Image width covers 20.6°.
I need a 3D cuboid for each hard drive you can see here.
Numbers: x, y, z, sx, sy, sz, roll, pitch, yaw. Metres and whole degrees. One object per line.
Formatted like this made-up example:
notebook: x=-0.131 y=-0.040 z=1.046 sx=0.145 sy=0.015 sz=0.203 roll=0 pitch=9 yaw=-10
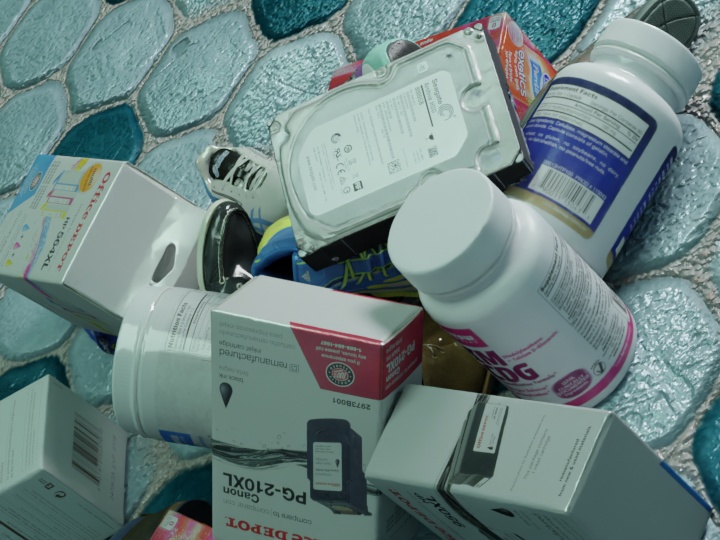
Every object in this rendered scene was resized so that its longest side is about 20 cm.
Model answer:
hard drive: x=0.029 y=-0.099 z=1.589 sx=0.200 sy=0.038 sz=0.140 roll=-22 pitch=60 yaw=15

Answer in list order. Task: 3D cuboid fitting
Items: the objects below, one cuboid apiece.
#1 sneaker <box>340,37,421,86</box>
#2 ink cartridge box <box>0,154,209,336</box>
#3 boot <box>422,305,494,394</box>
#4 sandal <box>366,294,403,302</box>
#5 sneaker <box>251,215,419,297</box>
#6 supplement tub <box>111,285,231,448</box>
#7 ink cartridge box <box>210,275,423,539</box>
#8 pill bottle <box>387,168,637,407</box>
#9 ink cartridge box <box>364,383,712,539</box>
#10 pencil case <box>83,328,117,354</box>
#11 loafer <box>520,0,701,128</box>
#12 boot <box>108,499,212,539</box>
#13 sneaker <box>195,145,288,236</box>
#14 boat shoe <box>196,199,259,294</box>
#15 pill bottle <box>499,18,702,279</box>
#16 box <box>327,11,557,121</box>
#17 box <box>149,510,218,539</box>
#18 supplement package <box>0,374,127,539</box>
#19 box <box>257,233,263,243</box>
sneaker: x=0.049 y=-0.092 z=1.709 sx=0.140 sy=0.200 sz=0.078 roll=-35 pitch=3 yaw=43
ink cartridge box: x=-0.228 y=-0.020 z=1.794 sx=0.200 sy=0.125 sz=0.129 roll=7 pitch=68 yaw=55
boot: x=0.065 y=0.076 z=1.612 sx=0.074 sy=0.075 sz=0.200 roll=-33 pitch=35 yaw=26
sandal: x=0.021 y=-0.005 z=1.745 sx=0.200 sy=0.055 sz=0.082 roll=-33 pitch=39 yaw=17
sneaker: x=0.000 y=0.000 z=1.643 sx=0.200 sy=0.076 sz=0.105 roll=0 pitch=22 yaw=23
supplement tub: x=-0.092 y=0.087 z=1.649 sx=0.200 sy=0.132 sz=0.132 roll=7 pitch=57 yaw=13
ink cartridge box: x=-0.034 y=0.120 z=1.517 sx=0.145 sy=0.200 sz=0.084 roll=11 pitch=24 yaw=22
pill bottle: x=0.115 y=0.017 z=1.512 sx=0.113 sy=0.200 sz=0.113 roll=-26 pitch=41 yaw=26
ink cartridge box: x=0.125 y=0.158 z=1.420 sx=0.200 sy=0.145 sz=0.084 roll=5 pitch=61 yaw=47
pencil case: x=-0.266 y=0.022 z=1.986 sx=0.078 sy=0.087 sz=0.200 roll=-14 pitch=26 yaw=-28
loafer: x=0.209 y=-0.163 z=1.708 sx=0.200 sy=0.072 sz=0.063 roll=-43 pitch=17 yaw=-5
boot: x=-0.197 y=0.287 z=1.694 sx=0.097 sy=0.075 sz=0.200 roll=-11 pitch=41 yaw=54
sneaker: x=-0.101 y=-0.078 z=1.826 sx=0.072 sy=0.072 sz=0.200 roll=-59 pitch=25 yaw=-6
boat shoe: x=-0.096 y=0.037 z=1.742 sx=0.066 sy=0.074 sz=0.200 roll=3 pitch=97 yaw=41
pill bottle: x=0.191 y=-0.099 z=1.610 sx=0.120 sy=0.120 sz=0.200 roll=16 pitch=68 yaw=50
box: x=0.070 y=-0.144 z=1.785 sx=0.200 sy=0.100 sz=0.096 roll=-14 pitch=48 yaw=35
box: x=-0.149 y=0.310 z=1.589 sx=0.095 sy=0.103 sz=0.200 roll=14 pitch=66 yaw=48
supplement package: x=-0.329 y=0.208 z=1.843 sx=0.200 sy=0.117 sz=0.117 roll=-28 pitch=42 yaw=23
box: x=-0.068 y=-0.023 z=1.825 sx=0.200 sy=0.032 sz=0.121 roll=-28 pitch=38 yaw=50
